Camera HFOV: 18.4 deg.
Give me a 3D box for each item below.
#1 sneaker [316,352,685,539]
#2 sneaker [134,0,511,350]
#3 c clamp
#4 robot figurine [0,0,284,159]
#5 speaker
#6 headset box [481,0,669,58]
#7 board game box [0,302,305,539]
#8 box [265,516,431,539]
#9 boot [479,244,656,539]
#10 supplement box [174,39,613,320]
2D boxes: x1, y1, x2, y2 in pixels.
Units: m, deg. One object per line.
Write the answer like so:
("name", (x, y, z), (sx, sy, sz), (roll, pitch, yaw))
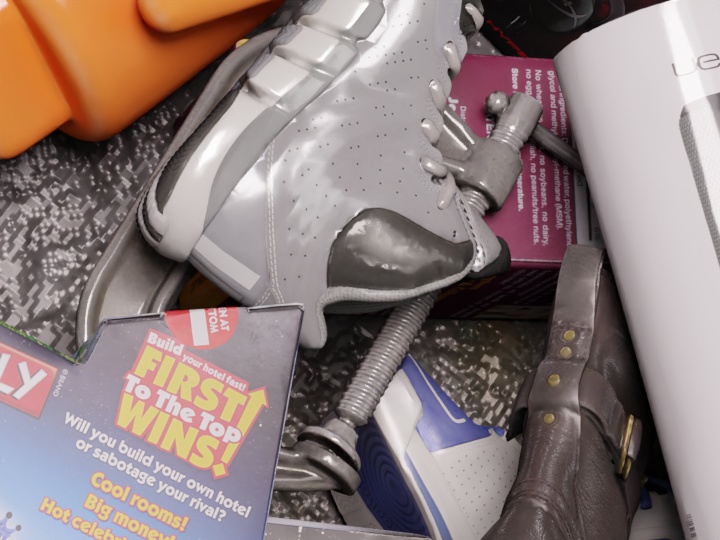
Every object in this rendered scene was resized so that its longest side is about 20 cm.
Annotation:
("sneaker", (0.077, 0.107, 0.900), (0.115, 0.080, 0.200), (-39, 97, -26))
("sneaker", (0.022, -0.055, 0.784), (0.115, 0.075, 0.200), (41, 78, -5))
("c clamp", (0.000, 0.000, 0.804), (0.171, 0.027, 0.200), (39, 70, -7))
("robot figurine", (-0.087, -0.129, 0.867), (0.200, 0.144, 0.117), (-41, 94, -18))
("speaker", (0.129, 0.008, 0.772), (0.081, 0.081, 0.201), (-10, 78, -20))
("headset box", (0.086, -0.174, 0.900), (0.149, 0.200, 0.077), (45, 68, -4))
("board game box", (-0.107, 0.079, 0.667), (0.199, 0.062, 0.201), (29, 66, -10))
("box", (-0.060, 0.179, 0.714), (0.157, 0.048, 0.201), (9, 72, -16))
("boot", (0.082, 0.114, 0.806), (0.069, 0.201, 0.175), (5, 44, 17))
("supplement box", (0.034, -0.032, 0.895), (0.199, 0.110, 0.086), (2, 78, -18))
